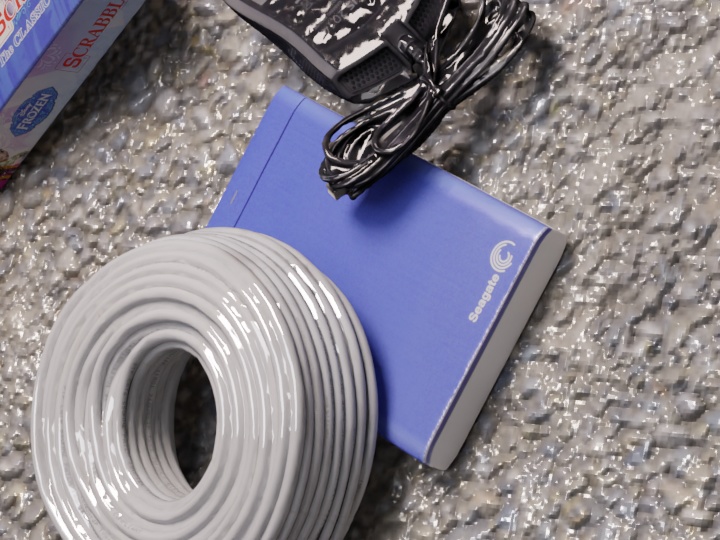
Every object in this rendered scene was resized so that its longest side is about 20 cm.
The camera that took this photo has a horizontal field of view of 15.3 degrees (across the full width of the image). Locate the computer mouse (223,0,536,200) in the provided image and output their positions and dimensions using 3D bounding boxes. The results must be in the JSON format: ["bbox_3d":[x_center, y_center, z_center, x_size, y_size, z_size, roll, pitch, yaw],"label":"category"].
[{"bbox_3d":[-0.006,-0.131,1.407,0.138,0.053,0.200,-43,56,1],"label":"computer mouse"}]

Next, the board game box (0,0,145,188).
[{"bbox_3d":[-0.206,-0.182,1.551,0.200,0.041,0.200,-48,51,37],"label":"board game box"}]

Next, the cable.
[{"bbox_3d":[-0.083,0.076,1.370,0.200,0.069,0.200,48,118,34],"label":"cable"}]

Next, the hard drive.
[{"bbox_3d":[0.000,0.000,1.381,0.200,0.025,0.132,30,94,39],"label":"hard drive"}]
